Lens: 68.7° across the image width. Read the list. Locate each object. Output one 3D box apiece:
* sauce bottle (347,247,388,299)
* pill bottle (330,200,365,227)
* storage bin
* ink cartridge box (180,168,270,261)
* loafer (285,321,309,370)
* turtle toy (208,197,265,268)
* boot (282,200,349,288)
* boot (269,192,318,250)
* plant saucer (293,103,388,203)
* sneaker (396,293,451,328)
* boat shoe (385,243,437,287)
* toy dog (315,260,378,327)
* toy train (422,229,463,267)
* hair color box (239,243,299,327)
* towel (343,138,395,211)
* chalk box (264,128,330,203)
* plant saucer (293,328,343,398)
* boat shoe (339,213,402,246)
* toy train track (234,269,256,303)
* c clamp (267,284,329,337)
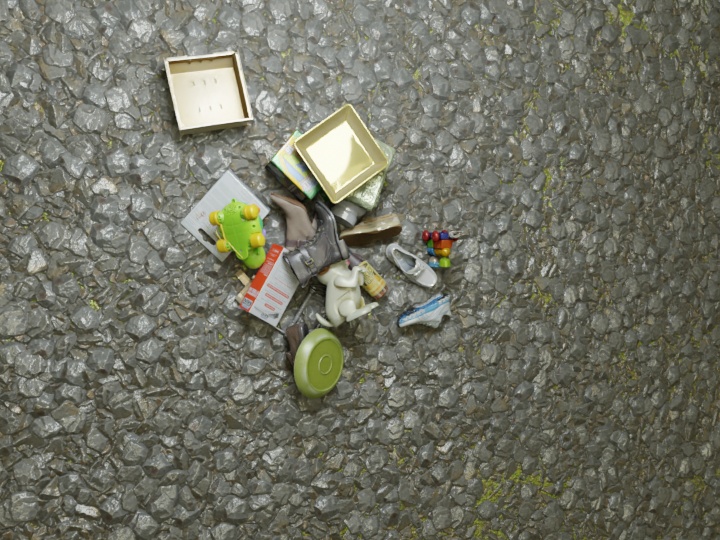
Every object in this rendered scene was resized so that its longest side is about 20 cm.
[{"bbox_3d":[0.000,0.000,1.594,0.200,0.066,0.066,45,78,-14],"label":"sauce bottle"},{"bbox_3d":[-0.015,-0.237,1.560,0.111,0.112,0.203,28,83,-16],"label":"pill bottle"},{"bbox_3d":[-0.414,-0.487,1.434,0.196,0.093,0.204,-14,95,-17],"label":"storage bin"},{"bbox_3d":[-0.379,-0.156,1.486,0.200,0.057,0.162,-44,104,8],"label":"ink cartridge box"},{"bbox_3d":[-0.181,0.248,1.537,0.069,0.073,0.205,-2,100,12],"label":"loafer"},{"bbox_3d":[-0.315,-0.098,1.431,0.142,0.101,0.205,-6,108,18],"label":"turtle toy"},{"bbox_3d":[-0.137,-0.075,1.452,0.171,0.069,0.204,-24,82,-8],"label":"boot"},{"bbox_3d":[-0.188,-0.123,1.522,0.196,0.070,0.149,20,104,-9],"label":"boot"},{"bbox_3d":[-0.054,-0.315,1.438,0.198,0.048,0.202,-36,95,-11],"label":"plant saucer"},{"bbox_3d":[0.208,0.149,1.663,0.196,0.075,0.089,-22,103,-17],"label":"sneaker"},{"bbox_3d":[0.163,-0.008,1.640,0.198,0.069,0.072,34,92,-14],"label":"boat shoe"},{"bbox_3d":[-0.059,0.046,1.528,0.191,0.139,0.204,-25,87,24],"label":"toy dog"},{"bbox_3d":[0.260,-0.063,1.611,0.083,0.200,0.119,-3,96,-17],"label":"toy train"},{"bbox_3d":[-0.244,0.042,1.493,0.110,0.063,0.203,37,76,-43],"label":"hair color box"},{"bbox_3d":[0.007,-0.283,1.492,0.145,0.036,0.204,21,83,-3],"label":"towel"},{"bbox_3d":[-0.156,-0.279,1.508,0.200,0.124,0.125,42,79,-15],"label":"chalk box"},{"bbox_3d":[-0.110,0.271,1.527,0.198,0.031,0.206,-5,96,-48],"label":"plant saucer"},{"bbox_3d":[0.026,-0.126,1.606,0.195,0.072,0.066,-11,59,-10],"label":"boat shoe"},{"bbox_3d":[-0.283,0.015,1.516,0.115,0.032,0.200,46,76,-14],"label":"toy train track"},{"bbox_3d":[-0.154,0.124,1.563,0.170,0.027,0.202,38,80,-15],"label":"c clamp"}]
